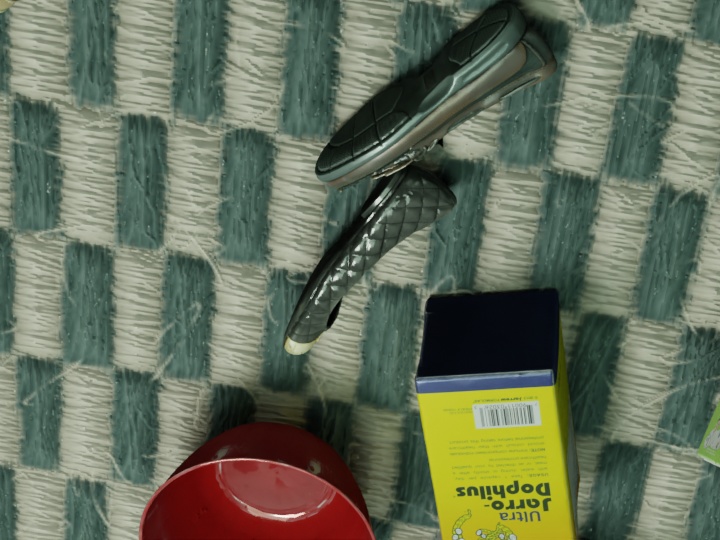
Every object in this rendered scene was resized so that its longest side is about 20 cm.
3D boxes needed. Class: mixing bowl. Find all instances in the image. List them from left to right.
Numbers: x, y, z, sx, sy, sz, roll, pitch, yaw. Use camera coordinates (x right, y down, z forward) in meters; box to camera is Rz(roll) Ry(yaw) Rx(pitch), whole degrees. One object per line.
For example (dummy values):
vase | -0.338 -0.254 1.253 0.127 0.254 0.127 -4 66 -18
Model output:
mixing bowl | -0.076 0.201 1.605 0.200 0.108 0.200 4 125 6

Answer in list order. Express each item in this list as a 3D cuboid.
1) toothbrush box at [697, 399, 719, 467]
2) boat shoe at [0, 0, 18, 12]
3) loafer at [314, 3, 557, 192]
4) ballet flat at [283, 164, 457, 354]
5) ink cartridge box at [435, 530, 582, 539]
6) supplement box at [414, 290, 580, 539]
toothbrush box | 0.363 0.079 1.420 0.145 0.086 0.200 24 89 -8
boat shoe | -0.260 -0.274 1.333 0.065 0.072 0.200 -3 118 11
loafer | 0.055 -0.112 1.401 0.200 0.072 0.063 -37 118 25
ballet flat | 0.000 0.000 1.482 0.057 0.066 0.200 33 122 -9
ink cartridge box | 0.153 0.293 1.614 0.200 0.144 0.084 23 124 -8
supplement box | 0.112 0.130 1.530 0.109 0.109 0.200 -4 123 10
